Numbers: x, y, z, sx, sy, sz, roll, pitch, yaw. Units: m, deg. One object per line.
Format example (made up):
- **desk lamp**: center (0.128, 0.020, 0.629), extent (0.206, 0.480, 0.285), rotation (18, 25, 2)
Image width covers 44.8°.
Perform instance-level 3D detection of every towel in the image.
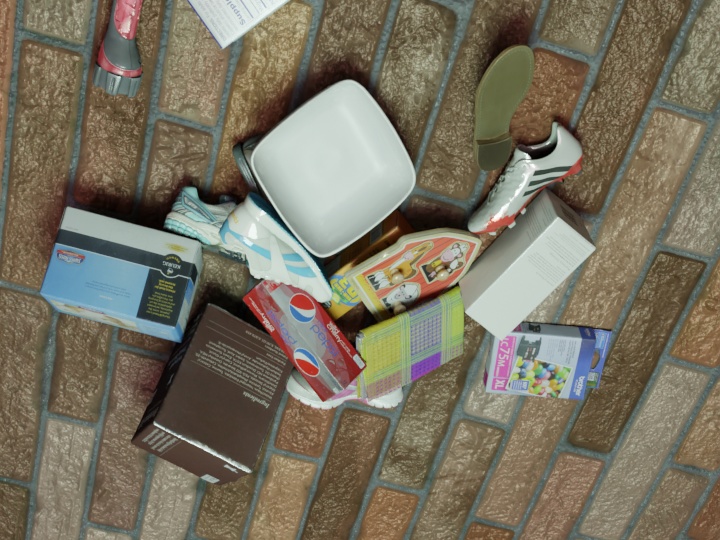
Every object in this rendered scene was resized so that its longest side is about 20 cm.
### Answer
- **towel**: center (0.077, 0.114, 1.355), extent (0.197, 0.023, 0.146), rotation (-23, 131, -22)

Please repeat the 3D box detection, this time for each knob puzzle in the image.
- **knob puzzle**: center (0.093, 0.007, 1.294), extent (0.215, 0.031, 0.222), rotation (-18, 147, -12)

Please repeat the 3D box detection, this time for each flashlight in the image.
- **flashlight**: center (-0.305, -0.335, 1.154), extent (0.066, 0.068, 0.203), rotation (18, 117, -8)

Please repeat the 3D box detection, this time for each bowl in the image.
- **bowl**: center (-0.041, -0.147, 1.227), extent (0.198, 0.075, 0.201), rotation (-36, 113, -2)

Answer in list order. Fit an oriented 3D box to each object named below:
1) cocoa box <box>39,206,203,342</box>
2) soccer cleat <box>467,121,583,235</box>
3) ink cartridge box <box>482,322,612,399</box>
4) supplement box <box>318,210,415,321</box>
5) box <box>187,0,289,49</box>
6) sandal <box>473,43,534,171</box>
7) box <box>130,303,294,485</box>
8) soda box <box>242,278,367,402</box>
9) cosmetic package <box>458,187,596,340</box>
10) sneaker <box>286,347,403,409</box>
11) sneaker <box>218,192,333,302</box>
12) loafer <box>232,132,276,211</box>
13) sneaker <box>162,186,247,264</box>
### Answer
- **cocoa box**: center (-0.339, 0.011, 1.266), extent (0.196, 0.134, 0.134), rotation (14, 75, -4)
- **soccer cleat**: center (0.228, -0.131, 1.256), extent (0.198, 0.069, 0.085), rotation (-35, 118, 12)
- **ink cartridge box**: center (0.305, 0.148, 1.420), extent (0.195, 0.042, 0.122), rotation (3, 118, -3)
- **supplement box**: center (0.000, 0.000, 1.329), extent (0.199, 0.069, 0.067), rotation (-37, 110, 20)
- **box**: center (-0.144, -0.418, 1.088), extent (0.198, 0.106, 0.185), rotation (-31, 114, 15)
- **sandal**: center (0.182, -0.239, 1.205), extent (0.076, 0.071, 0.214), rotation (-10, 141, -11)
- **box**: center (-0.220, 0.191, 1.324), extent (0.162, 0.203, 0.166), rotation (30, 150, -15)
- **soda box**: center (-0.083, 0.092, 1.298), extent (0.201, 0.063, 0.070), rotation (53, 140, -2)
- **cosmetic package**: center (0.242, -0.009, 1.299), extent (0.084, 0.108, 0.200), rotation (34, 115, -17)
- **sneaker**: center (-0.025, 0.166, 1.413), extent (0.195, 0.082, 0.090), rotation (0, 117, -9)
- **sneaker**: center (-0.115, -0.019, 1.237), extent (0.081, 0.077, 0.200), rotation (-41, 118, 8)
- **loafer**: center (-0.116, -0.104, 1.275), extent (0.062, 0.072, 0.202), rotation (-25, 113, 7)
- **sneaker**: center (-0.187, -0.064, 1.290), extent (0.197, 0.077, 0.088), rotation (21, 78, -27)
